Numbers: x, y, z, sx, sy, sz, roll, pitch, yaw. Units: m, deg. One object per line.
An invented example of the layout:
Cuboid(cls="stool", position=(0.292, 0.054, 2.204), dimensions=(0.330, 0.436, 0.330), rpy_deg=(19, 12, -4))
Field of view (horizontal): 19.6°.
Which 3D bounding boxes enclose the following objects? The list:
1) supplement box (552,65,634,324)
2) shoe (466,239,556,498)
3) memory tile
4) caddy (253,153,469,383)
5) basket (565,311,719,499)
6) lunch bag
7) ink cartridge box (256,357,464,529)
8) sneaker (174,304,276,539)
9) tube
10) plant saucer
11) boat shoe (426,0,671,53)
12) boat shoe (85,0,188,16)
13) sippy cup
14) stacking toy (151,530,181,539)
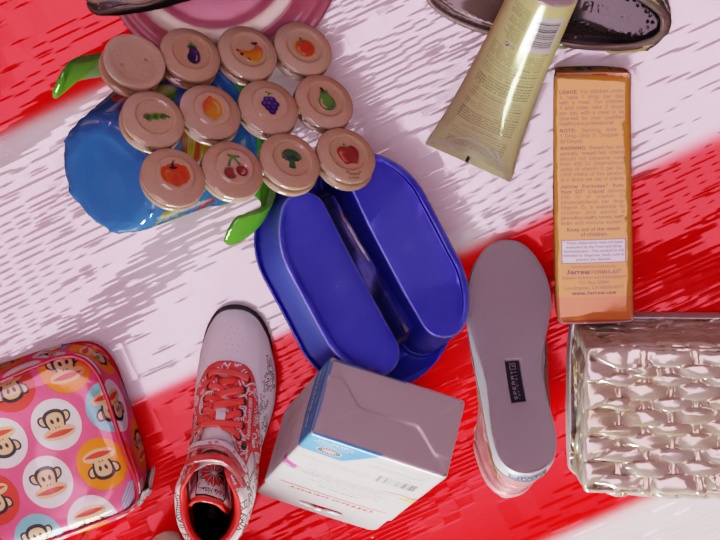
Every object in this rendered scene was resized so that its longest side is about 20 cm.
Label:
Cuboid(cls="supplement box", position=(0.186, -0.062, 1.675), dimensions=(0.068, 0.067, 0.202), rpy_deg=(-3, 100, 4))
Cuboid(cls="shoe", position=(0.118, 0.082, 1.704), dimensions=(0.071, 0.091, 0.202), rpy_deg=(-2, 70, -8))
Cuboid(cls="memory tile", position=(-0.093, -0.122, 1.599), dimensions=(0.199, 0.017, 0.154), rpy_deg=(-9, 65, -29))
Cuboid(cls="caddy", position=(0.000, 0.000, 1.681), dimensions=(0.141, 0.105, 0.201), rpy_deg=(-28, 92, -12))
Cuboid(cls="basket", position=(0.264, 0.110, 1.670), dimensions=(0.198, 0.123, 0.137), rpy_deg=(1, 99, 5))
Cuboid(cls="lunch bag", position=(-0.278, 0.165, 1.738), dimensions=(0.198, 0.082, 0.178), rpy_deg=(-17, 99, 6))
Cuboid(cls="ink cartridge box", position=(-0.005, 0.144, 1.682), dimensions=(0.114, 0.200, 0.068), rpy_deg=(19, 67, -10))
Cuboid(cls="sneaker", position=(-0.109, 0.131, 1.697), dimensions=(0.067, 0.108, 0.203), rpy_deg=(7, 91, 1))
Cuboid(cls="tube", position=(0.114, -0.153, 1.639), dimensions=(0.058, 0.052, 0.201), rpy_deg=(55, 144, 29))
Cuboid(cls="plant saucer", position=(-0.115, -0.258, 1.670), dimensions=(0.199, 0.051, 0.202), rpy_deg=(1, 100, 5))
Cuboid(cls="boat shoe", position=(0.149, -0.214, 1.654), dimensions=(0.200, 0.060, 0.073), rpy_deg=(10, 100, 2))
Cuboid(cls="boat shoe", position=(-0.121, -0.247, 1.611), dimensions=(0.198, 0.076, 0.075), rpy_deg=(-9, 94, 5))
Cuboid(cls="sippy cup", position=(-0.159, -0.095, 1.635), dimensions=(0.177, 0.130, 0.141), rpy_deg=(8, 118, 32))
Cuboid(cls="stacking toy", position=(-0.096, 0.307, 1.742), dimensions=(0.198, 0.146, 0.147), rpy_deg=(14, 101, -15))
